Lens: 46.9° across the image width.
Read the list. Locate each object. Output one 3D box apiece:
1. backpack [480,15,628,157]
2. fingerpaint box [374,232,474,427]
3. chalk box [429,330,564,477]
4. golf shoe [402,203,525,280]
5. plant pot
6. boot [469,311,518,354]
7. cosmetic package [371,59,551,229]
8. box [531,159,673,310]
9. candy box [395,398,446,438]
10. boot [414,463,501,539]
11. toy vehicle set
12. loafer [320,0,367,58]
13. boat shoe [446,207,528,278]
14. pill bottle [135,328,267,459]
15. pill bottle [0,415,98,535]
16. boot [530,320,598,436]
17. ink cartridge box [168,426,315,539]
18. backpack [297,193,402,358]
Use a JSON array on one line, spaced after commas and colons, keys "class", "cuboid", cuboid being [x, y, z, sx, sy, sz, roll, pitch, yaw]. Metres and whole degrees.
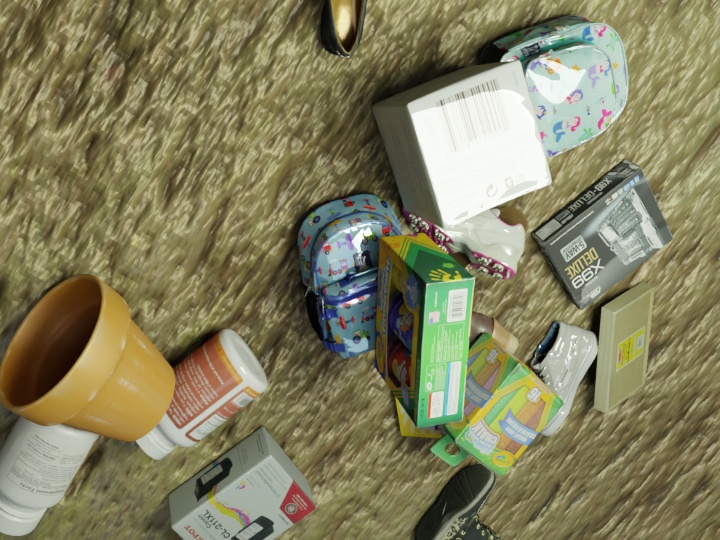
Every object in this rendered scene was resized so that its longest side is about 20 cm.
[{"class": "backpack", "cuboid": [0.288, -0.265, 1.189, 0.196, 0.151, 0.181, -23, 117, -11]}, {"class": "fingerpaint box", "cuboid": [0.079, 0.075, 1.109, 0.071, 0.167, 0.205, -5, 114, -18]}, {"class": "chalk box", "cuboid": [0.195, 0.227, 1.308, 0.124, 0.124, 0.201, 37, 94, -28]}, {"class": "golf shoe", "cuboid": [0.158, -0.066, 1.257, 0.197, 0.075, 0.093, 30, 76, 6]}, {"class": "plant pot", "cuboid": [-0.362, 0.141, 1.149, 0.199, 0.201, 0.183, -41, 130, 4]}, {"class": "boot", "cuboid": [0.152, 0.152, 1.389, 0.163, 0.073, 0.203, 25, 108, -11]}, {"class": "cosmetic package", "cuboid": [0.131, -0.175, 1.129, 0.161, 0.200, 0.169, -21, 104, -7]}, {"class": "box", "cuboid": [0.399, -0.057, 1.366, 0.198, 0.050, 0.159, -37, 119, 1]}, {"class": "candy box", "cuboid": [0.103, 0.190, 1.374, 0.100, 0.027, 0.204, 1, 118, 22]}, {"class": "boot", "cuboid": [0.211, 0.456, 1.529, 0.152, 0.074, 0.205, 31, 106, -29]}, {"class": "toy vehicle set", "cuboid": [0.464, 0.136, 1.458, 0.123, 0.026, 0.205, -23, 121, -35]}, {"class": "loafer", "cuboid": [-0.016, -0.380, 1.080, 0.071, 0.073, 0.205, -8, 115, -12]}, {"class": "boat shoe", "cuboid": [0.177, -0.027, 1.309, 0.198, 0.063, 0.074, -34, 74, 3]}, {"class": "pill bottle", "cuboid": [-0.246, 0.189, 1.243, 0.198, 0.113, 0.113, -36, 119, 2]}, {"class": "pill bottle", "cuboid": [-0.470, 0.280, 1.213, 0.113, 0.115, 0.202, 27, 104, -26]}, {"class": "boot", "cuboid": [0.331, 0.185, 1.450, 0.094, 0.074, 0.204, 22, 98, -18]}, {"class": "ink cartridge box", "cuboid": [-0.195, 0.381, 1.362, 0.198, 0.083, 0.147, -36, 119, 0]}, {"class": "backpack", "cuboid": [0.000, 0.000, 1.223, 0.178, 0.135, 0.205, -14, 114, -11]}]
